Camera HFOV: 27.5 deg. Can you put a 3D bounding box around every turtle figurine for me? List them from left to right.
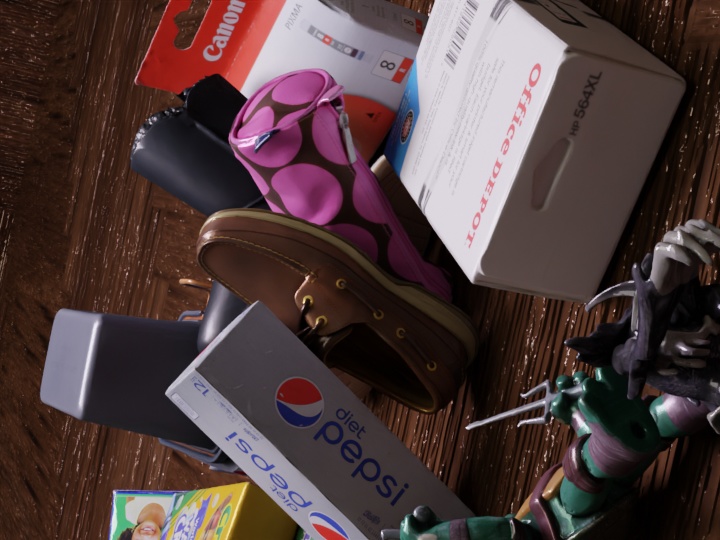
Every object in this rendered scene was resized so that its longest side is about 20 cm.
[{"bbox_3d":[0.104,0.109,0.767,0.150,0.101,0.200,-42,-6,-43],"label":"turtle figurine"}]

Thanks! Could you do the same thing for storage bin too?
[{"bbox_3d":[-0.174,0.075,1.196,0.200,0.134,0.146,2,80,66],"label":"storage bin"}]

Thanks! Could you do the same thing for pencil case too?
[{"bbox_3d":[-0.007,-0.037,0.999,0.094,0.200,0.091,-14,34,32],"label":"pencil case"}]

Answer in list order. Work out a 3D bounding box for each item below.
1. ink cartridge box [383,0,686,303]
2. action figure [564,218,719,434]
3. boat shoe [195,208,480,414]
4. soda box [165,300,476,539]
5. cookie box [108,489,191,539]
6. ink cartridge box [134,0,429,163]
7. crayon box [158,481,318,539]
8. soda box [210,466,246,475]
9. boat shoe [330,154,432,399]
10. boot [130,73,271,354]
[{"bbox_3d":[0.096,-0.090,0.894,0.200,0.084,0.146,-119,45,-59],"label":"ink cartridge box"},{"bbox_3d":[0.170,0.029,0.624,0.200,0.119,0.102,48,133,53],"label":"action figure"},{"bbox_3d":[-0.019,0.027,0.954,0.072,0.200,0.068,-58,5,49],"label":"boat shoe"},{"bbox_3d":[-0.025,0.117,0.939,0.068,0.200,0.063,-48,5,-32],"label":"soda box"},{"bbox_3d":[-0.156,0.300,1.222,0.171,0.075,0.201,62,-151,-65],"label":"cookie box"},{"bbox_3d":[-0.060,-0.160,1.159,0.162,0.200,0.050,124,151,-44],"label":"ink cartridge box"},{"bbox_3d":[-0.101,0.217,1.026,0.200,0.051,0.126,-23,45,62],"label":"crayon box"},{"bbox_3d":[-0.076,0.072,1.243,0.068,0.063,0.201,156,123,-64],"label":"soda box"},{"bbox_3d":[0.000,0.000,1.106,0.065,0.072,0.200,-132,54,-63],"label":"boat shoe"},{"bbox_3d":[-0.111,-0.039,1.122,0.200,0.168,0.076,-54,-8,-20],"label":"boot"}]
